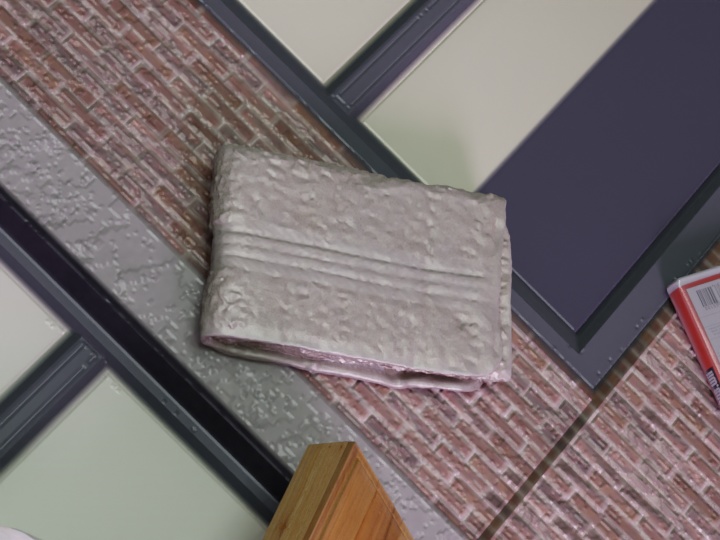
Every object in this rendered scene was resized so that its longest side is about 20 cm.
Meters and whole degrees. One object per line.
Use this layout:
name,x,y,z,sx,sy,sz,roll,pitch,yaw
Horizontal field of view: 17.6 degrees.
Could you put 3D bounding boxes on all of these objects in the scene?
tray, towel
tray,-0.028,0.199,1.254,0.099,0.037,0.201,60,38,-32
towel,0.000,0.000,1.408,0.198,0.034,0.134,11,62,-18

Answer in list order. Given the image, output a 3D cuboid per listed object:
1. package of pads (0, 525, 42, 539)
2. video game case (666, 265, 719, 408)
package of pads,-0.148,0.230,1.178,0.200,0.068,0.156,34,55,-37
video game case,0.297,0.081,1.512,0.142,0.017,0.201,-15,74,-29
